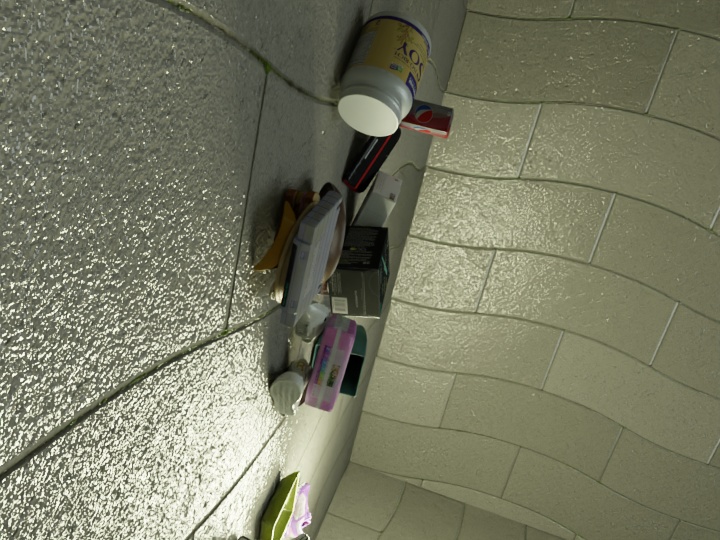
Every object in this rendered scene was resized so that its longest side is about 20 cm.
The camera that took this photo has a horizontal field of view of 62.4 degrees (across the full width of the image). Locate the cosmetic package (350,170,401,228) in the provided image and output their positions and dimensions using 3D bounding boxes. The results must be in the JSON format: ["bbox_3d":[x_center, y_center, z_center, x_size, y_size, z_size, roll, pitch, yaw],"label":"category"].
[{"bbox_3d":[0.033,-0.153,1.571,0.102,0.074,0.201,-73,-172,-46],"label":"cosmetic package"}]

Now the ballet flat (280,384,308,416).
[{"bbox_3d":[-0.157,0.304,1.501,0.047,0.067,0.200,60,22,-6],"label":"ballet flat"}]

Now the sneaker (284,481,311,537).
[{"bbox_3d":[-0.203,0.821,2.023,0.201,0.088,0.081,-66,168,-46],"label":"sneaker"}]

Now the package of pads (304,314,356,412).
[{"bbox_3d":[-0.067,0.211,1.378,0.121,0.075,0.201,-61,167,-78],"label":"package of pads"}]

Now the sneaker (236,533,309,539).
[{"bbox_3d":[-0.224,0.653,1.400,0.200,0.115,0.076,-22,144,-35],"label":"sneaker"}]

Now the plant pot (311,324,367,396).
[{"bbox_3d":[-0.054,0.236,1.736,0.200,0.140,0.142,-73,176,-63],"label":"plant pot"}]

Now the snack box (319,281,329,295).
[{"bbox_3d":[-0.081,0.026,1.512,0.200,0.024,0.072,15,89,-81],"label":"snack box"}]

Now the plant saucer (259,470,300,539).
[{"bbox_3d":[-0.239,0.704,1.705,0.200,0.048,0.201,-62,165,-56],"label":"plant saucer"}]

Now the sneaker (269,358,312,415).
[{"bbox_3d":[-0.152,0.241,1.343,0.200,0.073,0.116,109,0,-58],"label":"sneaker"}]

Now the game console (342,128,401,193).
[{"bbox_3d":[0.030,-0.288,1.465,0.201,0.031,0.177,-57,168,4],"label":"game console"}]

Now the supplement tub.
[{"bbox_3d":[0.045,-0.380,1.157,0.146,0.144,0.201,84,24,-69],"label":"supplement tub"}]

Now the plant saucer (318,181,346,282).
[{"bbox_3d":[-0.065,-0.066,1.132,0.200,0.032,0.202,-171,-90,-73],"label":"plant saucer"}]

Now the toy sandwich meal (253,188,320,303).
[{"bbox_3d":[-0.120,-0.045,1.024,0.205,0.070,0.206,22,90,-82],"label":"toy sandwich meal"}]

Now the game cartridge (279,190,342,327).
[{"bbox_3d":[-0.083,-0.018,0.970,0.130,0.038,0.201,-50,160,-54],"label":"game cartridge"}]

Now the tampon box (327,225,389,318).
[{"bbox_3d":[0.000,0.000,1.499,0.200,0.125,0.151,-74,164,-56],"label":"tampon box"}]

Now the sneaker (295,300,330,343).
[{"bbox_3d":[-0.115,0.112,1.329,0.081,0.076,0.200,-61,167,-14],"label":"sneaker"}]

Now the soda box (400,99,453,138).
[{"bbox_3d":[0.132,-0.393,1.501,0.070,0.199,0.064,2,104,-80],"label":"soda box"}]
